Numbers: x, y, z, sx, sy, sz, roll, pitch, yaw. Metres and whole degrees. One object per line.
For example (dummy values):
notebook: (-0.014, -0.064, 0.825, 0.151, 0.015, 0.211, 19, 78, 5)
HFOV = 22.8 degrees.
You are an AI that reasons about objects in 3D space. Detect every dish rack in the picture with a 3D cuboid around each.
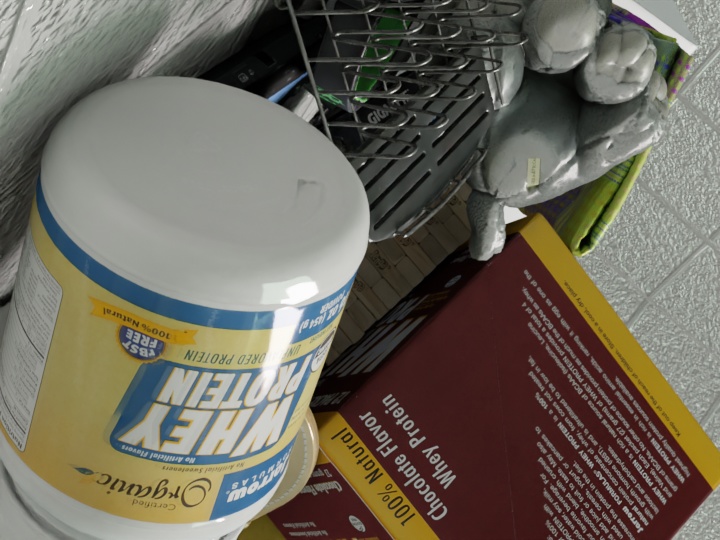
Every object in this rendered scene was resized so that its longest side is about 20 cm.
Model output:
dish rack: (0.027, -0.118, 0.839, 0.153, 0.054, 0.201, -45, 131, -40)

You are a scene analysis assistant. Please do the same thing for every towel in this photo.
towel: (0.132, -0.096, 1.105, 0.144, 0.023, 0.200, -65, -161, 12)

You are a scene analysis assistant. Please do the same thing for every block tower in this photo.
block tower: (0.000, 0.000, 1.065, 0.200, 0.058, 0.054, -44, -171, -17)

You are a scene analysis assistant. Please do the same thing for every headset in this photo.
headset: (0.040, -0.174, 0.949, 0.123, 0.094, 0.201, -38, 153, -76)

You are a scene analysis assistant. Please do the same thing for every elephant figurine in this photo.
elephant figurine: (0.104, -0.136, 1.027, 0.154, 0.142, 0.200, -21, -148, 11)

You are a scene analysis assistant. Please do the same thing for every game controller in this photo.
game controller: (-0.071, -0.084, 0.975, 0.104, 0.042, 0.200, -51, 176, 32)

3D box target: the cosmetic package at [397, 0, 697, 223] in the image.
cosmetic package: (0.126, -0.168, 1.338, 0.200, 0.123, 0.200, -51, -156, 25)

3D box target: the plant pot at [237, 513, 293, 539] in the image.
plant pot: (-0.151, 0.131, 1.162, 0.199, 0.197, 0.194, -22, 179, 2)

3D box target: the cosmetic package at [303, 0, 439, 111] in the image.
cosmetic package: (0.045, -0.200, 1.139, 0.200, 0.052, 0.151, -49, 175, 21)

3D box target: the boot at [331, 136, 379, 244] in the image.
boot: (-0.047, -0.032, 0.970, 0.157, 0.080, 0.211, -31, -173, 33)

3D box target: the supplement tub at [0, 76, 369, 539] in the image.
supplement tub: (-0.088, 0.031, 0.805, 0.145, 0.144, 0.201, -45, 159, -53)

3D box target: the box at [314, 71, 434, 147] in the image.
box: (-0.013, -0.077, 1.186, 0.200, 0.050, 0.198, -29, -176, 39)

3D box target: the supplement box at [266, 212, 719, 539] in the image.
supplement box: (0.067, 0.112, 1.048, 0.200, 0.198, 0.133, -43, -169, -27)

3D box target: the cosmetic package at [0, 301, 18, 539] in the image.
cosmetic package: (-0.167, 0.074, 0.955, 0.085, 0.108, 0.200, -49, 176, 35)

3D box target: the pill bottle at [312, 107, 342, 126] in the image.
pill bottle: (0.028, -0.105, 1.508, 0.112, 0.112, 0.200, -49, 177, 16)

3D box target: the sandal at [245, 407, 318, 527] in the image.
sandal: (-0.093, 0.128, 0.965, 0.070, 0.078, 0.212, -53, -174, -38)
